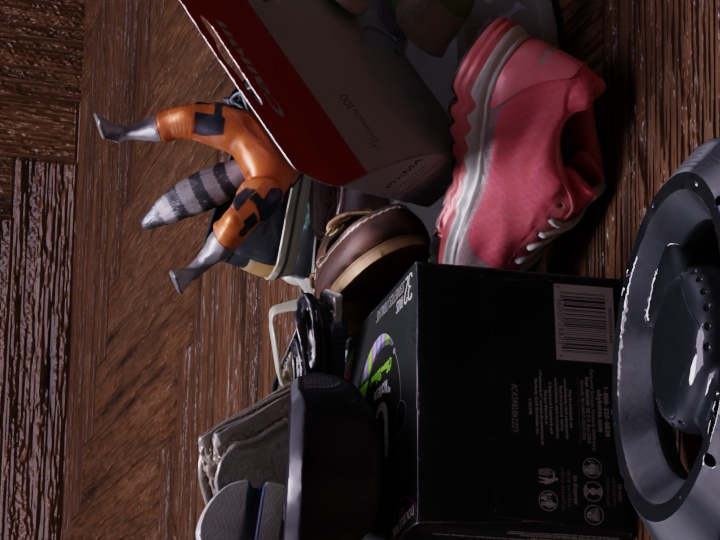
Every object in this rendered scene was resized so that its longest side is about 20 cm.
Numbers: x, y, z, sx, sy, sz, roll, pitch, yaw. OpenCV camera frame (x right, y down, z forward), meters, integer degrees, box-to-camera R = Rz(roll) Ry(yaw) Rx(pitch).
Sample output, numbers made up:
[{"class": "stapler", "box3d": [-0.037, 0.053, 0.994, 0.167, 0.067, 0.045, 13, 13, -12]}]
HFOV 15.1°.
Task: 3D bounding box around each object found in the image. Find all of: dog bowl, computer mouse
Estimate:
[{"class": "dog bowl", "box3d": [0.066, -0.087, 1.667, 0.200, 0.058, 0.202, -176, 90, -77]}, {"class": "computer mouse", "box3d": [-0.014, 0.096, 1.464, 0.200, 0.052, 0.140, -97, 11, -79]}]

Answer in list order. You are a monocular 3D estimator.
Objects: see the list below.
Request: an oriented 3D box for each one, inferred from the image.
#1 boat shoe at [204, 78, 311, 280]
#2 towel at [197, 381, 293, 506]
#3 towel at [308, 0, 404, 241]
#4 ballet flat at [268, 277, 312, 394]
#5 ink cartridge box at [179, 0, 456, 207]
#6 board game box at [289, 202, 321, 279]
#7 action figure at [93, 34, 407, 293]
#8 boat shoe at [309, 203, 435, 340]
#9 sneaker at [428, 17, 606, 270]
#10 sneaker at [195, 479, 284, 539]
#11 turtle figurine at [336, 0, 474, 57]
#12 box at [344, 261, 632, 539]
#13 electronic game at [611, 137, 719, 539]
[{"class": "boat shoe", "box3d": [-0.061, -0.095, 1.714, 0.075, 0.062, 0.202, -140, 58, -74]}, {"class": "towel", "box3d": [-0.028, 0.168, 1.735, 0.034, 0.132, 0.201, 12, 124, 52]}, {"class": "towel", "box3d": [0.014, -0.124, 1.794, 0.200, 0.032, 0.192, -25, -56, -72]}, {"class": "ballet flat", "box3d": [-0.032, 0.021, 2.029, 0.073, 0.073, 0.201, -111, 29, -61]}, {"class": "ink cartridge box", "box3d": [-0.024, -0.118, 1.496, 0.161, 0.047, 0.200, 56, -165, 17]}, {"class": "board game box", "box3d": [-0.008, -0.078, 1.855, 0.200, 0.028, 0.136, -33, -48, -71]}, {"class": "action figure", "box3d": [-0.062, -0.103, 1.649, 0.201, 0.193, 0.105, 62, 173, 20]}, {"class": "boat shoe", "box3d": [0.000, 0.000, 1.610, 0.200, 0.070, 0.071, 109, 143, -68]}, {"class": "sneaker", "box3d": [0.093, -0.039, 1.512, 0.074, 0.086, 0.201, -43, -34, -45]}, {"class": "sneaker", "box3d": [-0.014, 0.174, 1.640, 0.115, 0.198, 0.081, 160, 126, -73]}, {"class": "turtle figurine", "box3d": [0.058, -0.236, 1.539, 0.194, 0.200, 0.144, -49, -16, 20]}, {"class": "box", "box3d": [0.060, 0.098, 1.509, 0.200, 0.123, 0.150, 130, 143, -65]}, {"class": "electronic game", "box3d": [0.162, 0.038, 1.275, 0.200, 0.041, 0.202, -175, 90, -78]}]
